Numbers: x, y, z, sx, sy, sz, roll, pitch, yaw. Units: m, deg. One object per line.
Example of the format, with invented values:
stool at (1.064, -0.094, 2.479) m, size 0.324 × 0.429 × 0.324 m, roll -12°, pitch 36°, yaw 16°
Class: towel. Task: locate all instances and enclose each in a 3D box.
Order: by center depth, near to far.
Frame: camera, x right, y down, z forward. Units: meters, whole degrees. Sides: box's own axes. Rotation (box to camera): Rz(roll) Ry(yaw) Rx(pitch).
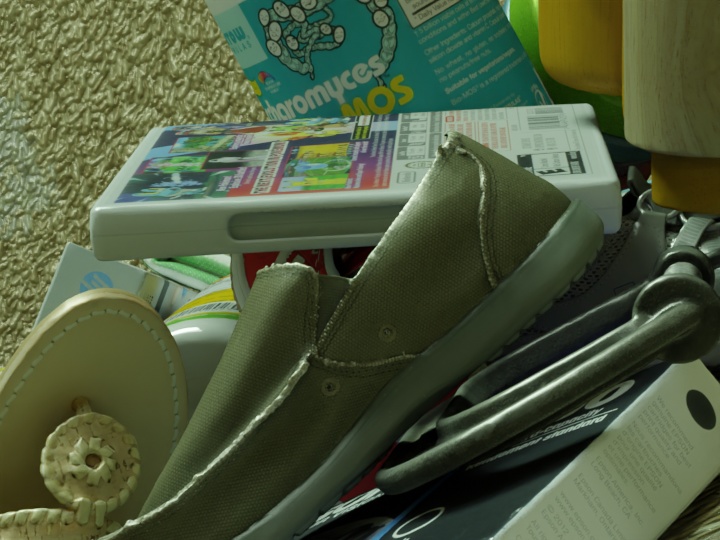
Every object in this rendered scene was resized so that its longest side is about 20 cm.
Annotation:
towel at (-0.030, 0.017, 1.436) m, size 0.200 × 0.152 × 0.023 m, roll 23°, pitch -94°, yaw -82°

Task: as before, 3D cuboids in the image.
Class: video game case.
video game case at (0.001, -0.035, 1.060) m, size 0.182 × 0.023 × 0.200 m, roll -3°, pitch 11°, yaw 3°

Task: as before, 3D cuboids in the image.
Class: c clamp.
c clamp at (0.081, 0.018, 0.915) m, size 0.171 × 0.027 × 0.200 m, roll -28°, pitch 2°, yaw 15°

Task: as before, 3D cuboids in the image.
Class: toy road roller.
toy road roller at (0.119, -0.101, 1.039) m, size 0.146 × 0.123 × 0.200 m, roll 5°, pitch 16°, yaw 27°

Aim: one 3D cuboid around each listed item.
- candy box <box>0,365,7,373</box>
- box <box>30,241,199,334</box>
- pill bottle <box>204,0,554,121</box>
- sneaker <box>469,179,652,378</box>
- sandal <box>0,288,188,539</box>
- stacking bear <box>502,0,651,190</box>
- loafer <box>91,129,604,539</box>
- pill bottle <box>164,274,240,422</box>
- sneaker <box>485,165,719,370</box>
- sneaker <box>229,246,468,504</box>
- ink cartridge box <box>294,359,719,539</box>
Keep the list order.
candy box at (-0.136, 0.111, 1.090) m, size 0.102 × 0.026 × 0.200 m, roll -25°, pitch 39°, yaw 30°
box at (-0.125, 0.073, 1.281) m, size 0.200 × 0.041 × 0.156 m, roll 47°, pitch -115°, yaw -84°
pill bottle at (0.004, -0.101, 1.208) m, size 0.111 × 0.200 × 0.111 m, roll -29°, pitch 6°, yaw 3°
sneaker at (0.086, 0.014, 1.184) m, size 0.200 × 0.077 × 0.081 m, roll -28°, pitch 5°, yaw 34°
sandal at (-0.104, 0.115, 0.942) m, size 0.212 × 0.078 × 0.070 m, roll -63°, pitch 32°, yaw 16°
stacking bear at (0.120, -0.118, 1.243) m, size 0.121 × 0.114 × 0.200 m, roll -35°, pitch -11°, yaw -33°
loafer at (-0.015, 0.032, 0.898) m, size 0.200 × 0.070 × 0.075 m, roll -42°, pitch -1°, yaw -9°
pill bottle at (-0.043, 0.059, 1.237) m, size 0.111 × 0.111 × 0.200 m, roll -28°, pitch 4°, yaw 14°
sneaker at (0.130, -0.007, 1.067) m, size 0.200 × 0.082 × 0.075 m, roll -26°, pitch 5°, yaw 5°
sneaker at (0.000, 0.000, 1.088) m, size 0.071 × 0.113 × 0.200 m, roll 0°, pitch 40°, yaw -17°
ink cartridge box at (0.022, 0.090, 0.913) m, size 0.198 × 0.043 × 0.200 m, roll -26°, pitch 3°, yaw 35°
